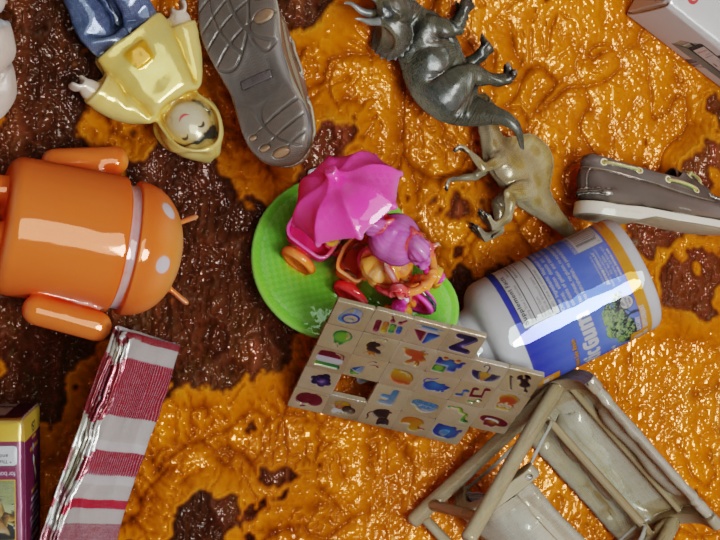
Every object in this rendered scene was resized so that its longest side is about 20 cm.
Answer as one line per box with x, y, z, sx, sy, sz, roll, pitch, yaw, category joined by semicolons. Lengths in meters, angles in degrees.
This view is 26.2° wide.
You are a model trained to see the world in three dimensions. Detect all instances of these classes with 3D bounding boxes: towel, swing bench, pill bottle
-0.205;0.150;1.288;0.023;0.144;0.202;18;86;13;towel
0.191;0.228;1.434;0.200;0.130;0.199;-47;105;-17;swing bench
0.163;0.044;1.412;0.199;0.112;0.113;-26;101;-4;pill bottle

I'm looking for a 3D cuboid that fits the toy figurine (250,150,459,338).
0.006;-0.021;1.288;0.199;0.184;0.151;34;74;4;toy figurine

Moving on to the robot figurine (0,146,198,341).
-0.232;-0.029;1.275;0.198;0.144;0.117;11;117;-19;robot figurine

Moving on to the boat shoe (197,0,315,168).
-0.088;-0.181;1.344;0.075;0.072;0.202;-16;81;11;boat shoe

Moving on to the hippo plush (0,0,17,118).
-0.362;-0.203;1.197;0.159;0.159;0.202;-14;98;-19;hippo plush

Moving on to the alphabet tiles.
0.051;0.095;1.356;0.198;0.168;0.008;14;50;-11;alphabet tiles

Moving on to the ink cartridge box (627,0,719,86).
0.380;-0.256;1.495;0.199;0.084;0.146;33;82;-18;ink cartridge box

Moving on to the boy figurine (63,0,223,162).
-0.186;-0.173;1.312;0.124;0.064;0.201;-33;100;-17;boy figurine

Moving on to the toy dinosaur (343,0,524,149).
0.075;-0.185;1.404;0.102;0.077;0.201;-35;104;-4;toy dinosaur

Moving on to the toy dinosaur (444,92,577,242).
0.145;-0.074;1.436;0.101;0.058;0.200;-42;105;-14;toy dinosaur

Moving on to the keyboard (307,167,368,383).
0.000;0.000;1.416;0.056;0.011;0.202;-15;97;-12;keyboard

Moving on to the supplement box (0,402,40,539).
-0.325;0.212;1.248;0.129;0.103;0.202;1;93;-4;supplement box

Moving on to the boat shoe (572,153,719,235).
0.295;-0.070;1.483;0.198;0.072;0.060;6;83;-21;boat shoe
